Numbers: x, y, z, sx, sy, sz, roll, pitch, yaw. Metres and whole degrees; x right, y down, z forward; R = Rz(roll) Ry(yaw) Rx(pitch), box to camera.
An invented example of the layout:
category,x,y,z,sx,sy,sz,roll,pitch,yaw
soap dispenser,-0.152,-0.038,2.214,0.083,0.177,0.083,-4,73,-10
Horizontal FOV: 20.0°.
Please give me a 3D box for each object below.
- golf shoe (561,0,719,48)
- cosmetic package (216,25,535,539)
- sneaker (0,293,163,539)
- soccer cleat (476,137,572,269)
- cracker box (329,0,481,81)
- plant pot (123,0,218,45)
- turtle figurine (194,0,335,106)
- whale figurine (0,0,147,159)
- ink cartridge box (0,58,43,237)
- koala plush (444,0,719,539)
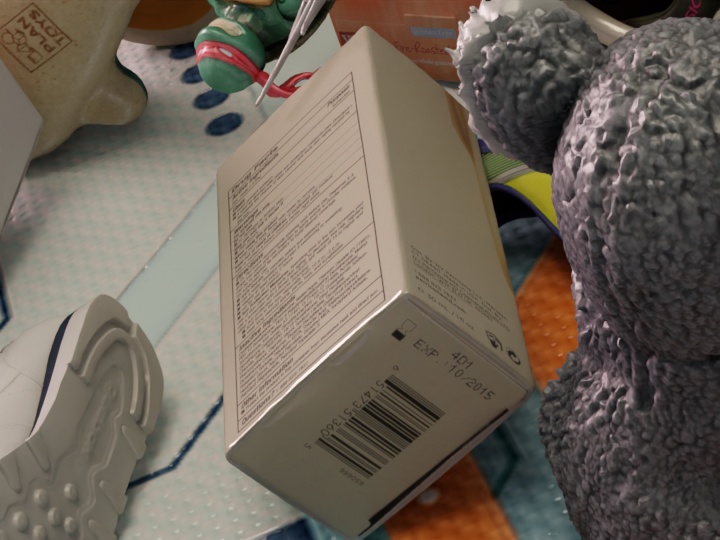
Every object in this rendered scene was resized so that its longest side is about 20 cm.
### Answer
category,x,y,z,sx,sy,sz,roll,pitch,yaw
golf shoe,0.147,-0.094,0.845,0.198,0.078,0.088,21,7,-4
cosmetic package,0.000,0.000,0.825,0.105,0.071,0.201,-42,28,23
sneaker,-0.145,0.093,0.813,0.080,0.077,0.201,-14,29,27
soccer cleat,0.130,-0.022,0.851,0.199,0.065,0.084,19,79,37
cracker box,0.089,-0.174,1.063,0.133,0.058,0.200,9,43,37
plant pot,-0.106,-0.235,1.142,0.198,0.201,0.185,-3,53,22
turtle figurine,-0.046,-0.157,0.952,0.148,0.101,0.201,13,68,20
whale figurine,-0.163,-0.144,1.050,0.199,0.159,0.104,-31,29,31
ink cartridge box,-0.283,-0.058,0.977,0.198,0.148,0.146,1,57,25
koala plush,0.120,-0.004,0.664,0.184,0.200,0.177,-47,52,-11
